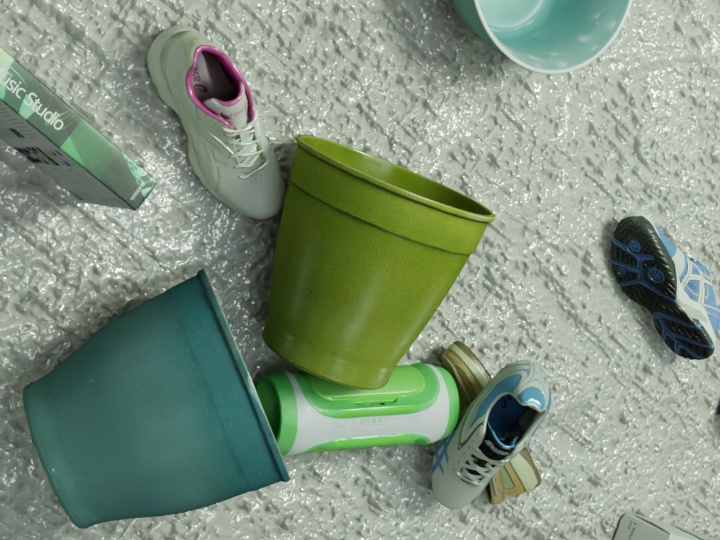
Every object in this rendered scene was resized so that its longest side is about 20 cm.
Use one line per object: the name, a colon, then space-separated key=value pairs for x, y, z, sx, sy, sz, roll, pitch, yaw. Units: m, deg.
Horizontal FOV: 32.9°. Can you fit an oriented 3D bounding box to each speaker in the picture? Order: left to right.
speaker: x=-0.003 y=0.137 z=1.216 sx=0.198 sy=0.088 sz=0.089 roll=0 pitch=99 yaw=-28

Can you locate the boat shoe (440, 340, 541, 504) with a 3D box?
boat shoe: x=0.125 y=0.171 z=1.305 sx=0.076 sy=0.072 sz=0.201 roll=-30 pitch=111 yaw=-4

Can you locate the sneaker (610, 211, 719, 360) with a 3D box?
sneaker: x=0.352 y=0.009 z=1.402 sx=0.201 sy=0.075 sz=0.077 roll=55 pitch=51 yaw=-24

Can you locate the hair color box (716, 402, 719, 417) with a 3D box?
hair color box: x=0.520 y=0.100 z=1.503 sx=0.099 sy=0.060 sz=0.202 roll=16 pitch=92 yaw=-29

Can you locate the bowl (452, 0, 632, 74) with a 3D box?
bowl: x=0.166 y=-0.298 z=1.219 sx=0.199 sy=0.105 sz=0.203 roll=-5 pitch=100 yaw=-28

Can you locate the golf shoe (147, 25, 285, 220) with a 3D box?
golf shoe: x=-0.121 y=-0.126 z=1.105 sx=0.075 sy=0.091 sz=0.201 roll=-39 pitch=116 yaw=-17

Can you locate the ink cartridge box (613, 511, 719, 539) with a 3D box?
ink cartridge box: x=0.388 y=0.390 z=1.470 sx=0.199 sy=0.084 sz=0.147 roll=21 pitch=88 yaw=-30

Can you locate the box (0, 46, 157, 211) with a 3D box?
box: x=-0.271 y=-0.125 z=0.994 sx=0.200 sy=0.144 sz=0.036 roll=41 pitch=75 yaw=-28

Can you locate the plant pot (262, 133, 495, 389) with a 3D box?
plant pot: x=0.000 y=0.000 z=1.147 sx=0.199 sy=0.200 sz=0.194 roll=15 pitch=102 yaw=-29

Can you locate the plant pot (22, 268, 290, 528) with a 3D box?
plant pot: x=-0.183 y=0.128 z=1.068 sx=0.187 sy=0.200 sz=0.201 roll=-23 pitch=110 yaw=-7

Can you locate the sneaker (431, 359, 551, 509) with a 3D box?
sneaker: x=0.126 y=0.176 z=1.237 sx=0.071 sy=0.073 sz=0.201 roll=27 pitch=122 yaw=-4
